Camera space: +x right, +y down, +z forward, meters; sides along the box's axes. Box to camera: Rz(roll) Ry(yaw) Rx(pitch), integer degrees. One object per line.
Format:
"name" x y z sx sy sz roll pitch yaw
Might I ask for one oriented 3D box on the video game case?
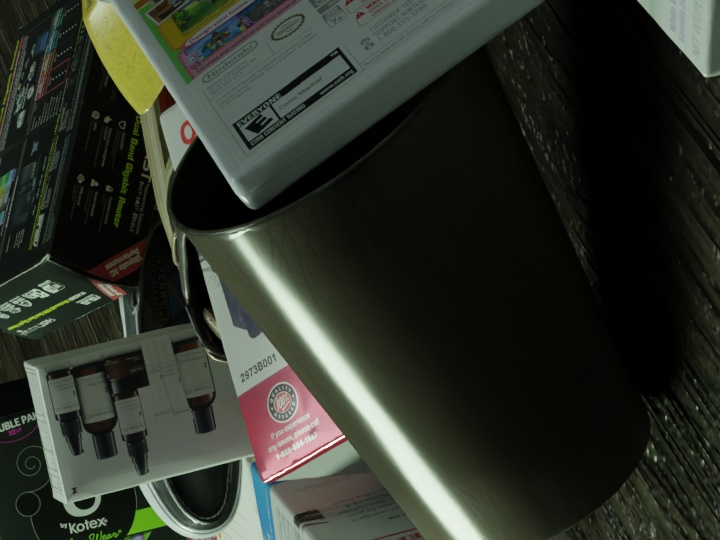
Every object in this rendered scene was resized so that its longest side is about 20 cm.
"video game case" 0.005 -0.128 1.098 0.022 0.200 0.182 54 -179 -36

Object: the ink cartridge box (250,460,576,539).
"ink cartridge box" 0.029 0.146 1.364 0.200 0.115 0.068 -139 38 -66

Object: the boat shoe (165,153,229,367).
"boat shoe" -0.066 0.018 1.454 0.074 0.074 0.201 -78 -25 -43

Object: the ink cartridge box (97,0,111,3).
"ink cartridge box" -0.166 -0.239 1.441 0.146 0.083 0.200 -70 24 10

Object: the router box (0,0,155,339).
"router box" -0.174 -0.071 1.644 0.150 0.062 0.201 -22 53 57

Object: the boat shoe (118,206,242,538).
"boat shoe" -0.104 0.060 1.610 0.066 0.069 0.201 164 101 -74

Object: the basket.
"basket" 0.030 0.010 1.137 0.201 0.135 0.181 59 -148 -24

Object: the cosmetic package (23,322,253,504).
"cosmetic package" -0.086 0.070 1.554 0.051 0.199 0.083 -173 70 -74

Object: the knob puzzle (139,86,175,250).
"knob puzzle" -0.083 -0.069 1.580 0.220 0.030 0.221 -8 -90 -76

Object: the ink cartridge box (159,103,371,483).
"ink cartridge box" -0.005 -0.017 1.316 0.145 0.084 0.201 -32 69 43

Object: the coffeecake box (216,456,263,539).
"coffeecake box" -0.051 0.104 1.697 0.153 0.073 0.201 -156 55 -70

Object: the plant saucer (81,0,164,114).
"plant saucer" -0.105 -0.222 1.460 0.200 0.048 0.201 -56 31 40

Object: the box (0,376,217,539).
"box" -0.171 0.144 1.920 0.124 0.199 0.149 -157 55 -73

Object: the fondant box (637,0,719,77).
"fondant box" 0.105 -0.180 0.940 0.200 0.058 0.145 -120 23 -50
